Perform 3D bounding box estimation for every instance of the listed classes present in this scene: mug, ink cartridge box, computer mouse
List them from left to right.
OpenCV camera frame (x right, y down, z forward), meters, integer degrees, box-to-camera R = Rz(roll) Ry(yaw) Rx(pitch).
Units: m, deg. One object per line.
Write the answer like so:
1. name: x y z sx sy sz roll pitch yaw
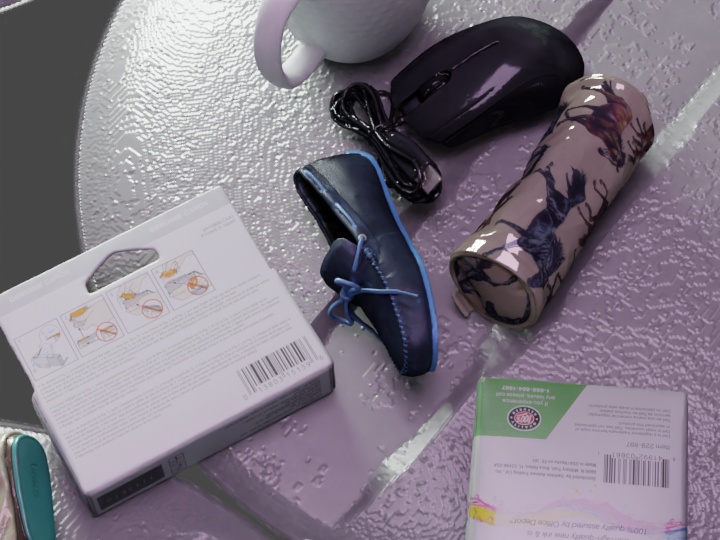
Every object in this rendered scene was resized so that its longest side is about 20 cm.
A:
1. ink cartridge box: -0.145 0.055 1.309 0.199 0.044 0.174 -27 63 -13
2. mug: -0.022 -0.228 1.391 0.147 0.176 0.201 26 64 15
3. computer mouse: 0.086 -0.143 1.402 0.199 0.053 0.139 -27 52 -16
4. ink cartridge box: 0.141 0.183 1.204 0.144 0.088 0.201 4 59 4

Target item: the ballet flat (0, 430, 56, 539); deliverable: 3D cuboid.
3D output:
1. ballet flat: -0.232 0.205 1.225 0.062 0.067 0.201 -26 55 19

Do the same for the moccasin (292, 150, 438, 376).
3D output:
1. moccasin: 0.000 0.000 1.323 0.068 0.081 0.201 -7 46 -19

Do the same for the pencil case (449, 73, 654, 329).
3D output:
1. pencil case: 0.141 -0.051 1.344 0.078 0.089 0.201 40 66 -10
